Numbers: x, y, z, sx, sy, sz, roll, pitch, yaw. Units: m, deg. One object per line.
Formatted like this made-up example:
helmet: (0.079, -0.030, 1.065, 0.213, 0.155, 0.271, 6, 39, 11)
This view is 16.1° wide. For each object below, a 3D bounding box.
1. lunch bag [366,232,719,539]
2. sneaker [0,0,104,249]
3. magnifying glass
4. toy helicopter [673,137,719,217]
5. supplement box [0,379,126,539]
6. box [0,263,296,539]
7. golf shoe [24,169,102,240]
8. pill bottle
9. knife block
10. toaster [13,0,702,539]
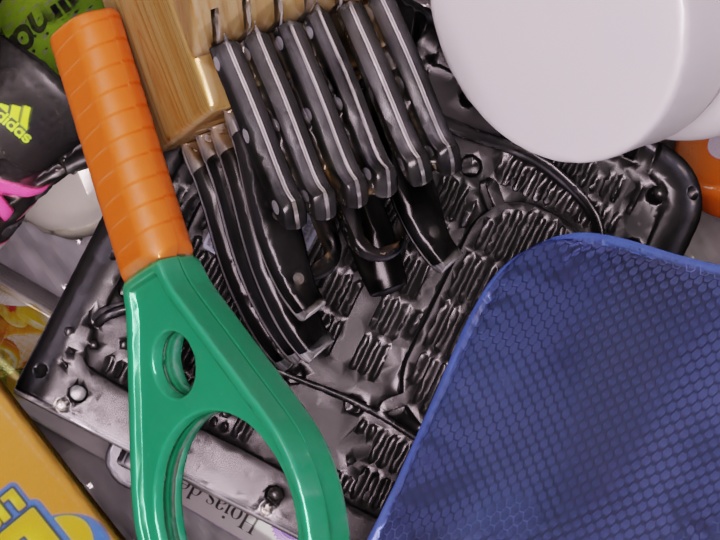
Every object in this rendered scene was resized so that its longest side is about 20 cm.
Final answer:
lunch bag: (0.088, 0.106, 0.744, 0.136, 0.132, 0.201, 19, 78, 41)
sneaker: (-0.124, -0.041, 0.804, 0.074, 0.087, 0.200, 39, 73, -22)
magnifying glass: (-0.052, 0.019, 0.744, 0.079, 0.022, 0.201, -31, 74, 45)
toy helicopter: (0.211, -0.026, 0.847, 0.132, 0.200, 0.079, -45, 134, -11)
supplement box: (-0.122, 0.066, 0.761, 0.066, 0.069, 0.200, -39, 110, -8)
box: (-0.095, 0.043, 0.928, 0.199, 0.041, 0.039, 30, 97, -2)
golf shoe: (-0.145, -0.095, 0.887, 0.078, 0.097, 0.200, -32, 95, 5)
pill bottle: (0.120, -0.107, 0.804, 0.114, 0.200, 0.114, 19, 119, 38)
knife block: (-0.040, -0.077, 0.772, 0.064, 0.200, 0.176, -19, 132, -20)
toaster: (0.000, 0.000, 0.857, 0.180, 0.119, 0.201, 27, 82, -5)
